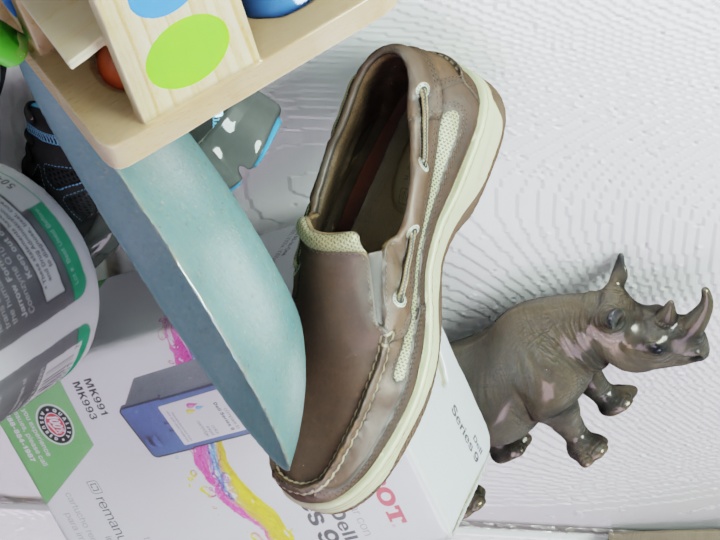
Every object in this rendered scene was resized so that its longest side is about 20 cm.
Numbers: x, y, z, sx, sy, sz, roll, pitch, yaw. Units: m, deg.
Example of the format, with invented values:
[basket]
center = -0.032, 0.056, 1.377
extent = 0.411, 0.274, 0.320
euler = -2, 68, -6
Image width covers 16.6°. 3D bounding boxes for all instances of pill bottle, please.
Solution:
[pill bottle]
center = -0.210, 0.036, 1.041
extent = 0.113, 0.200, 0.113
euler = 14, 118, 27

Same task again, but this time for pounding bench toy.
[pounding bench toy]
center = -0.110, -0.120, 0.873
extent = 0.200, 0.124, 0.156
euler = -32, 144, -11

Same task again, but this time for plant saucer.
[plant saucer]
center = -0.069, -0.013, 0.991
extent = 0.039, 0.201, 0.201
euler = -32, 143, -9

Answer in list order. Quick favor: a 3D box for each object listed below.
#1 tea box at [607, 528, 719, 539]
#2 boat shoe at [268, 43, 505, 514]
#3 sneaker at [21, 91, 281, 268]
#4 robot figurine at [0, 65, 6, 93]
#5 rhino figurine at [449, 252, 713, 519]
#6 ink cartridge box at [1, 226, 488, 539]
[tea box]
center = 0.215, 0.276, 1.406
extent = 0.133, 0.197, 0.200
euler = -4, 145, 15
[boat shoe]
center = -0.005, -0.001, 1.045
extent = 0.075, 0.203, 0.075
euler = 8, 166, 37
[sneaker]
center = -0.124, -0.051, 1.117
extent = 0.200, 0.073, 0.082
euler = -31, 112, 36
[robot figurine]
center = -0.211, -0.112, 0.982
extent = 0.125, 0.150, 0.200
euler = 25, 152, 22
[rhino figurine]
center = 0.094, 0.051, 1.221
extent = 0.200, 0.060, 0.087
euler = -30, 116, 37
[ink cartridge box]
center = -0.058, 0.069, 1.192
extent = 0.200, 0.088, 0.145
euler = -16, 113, 24
